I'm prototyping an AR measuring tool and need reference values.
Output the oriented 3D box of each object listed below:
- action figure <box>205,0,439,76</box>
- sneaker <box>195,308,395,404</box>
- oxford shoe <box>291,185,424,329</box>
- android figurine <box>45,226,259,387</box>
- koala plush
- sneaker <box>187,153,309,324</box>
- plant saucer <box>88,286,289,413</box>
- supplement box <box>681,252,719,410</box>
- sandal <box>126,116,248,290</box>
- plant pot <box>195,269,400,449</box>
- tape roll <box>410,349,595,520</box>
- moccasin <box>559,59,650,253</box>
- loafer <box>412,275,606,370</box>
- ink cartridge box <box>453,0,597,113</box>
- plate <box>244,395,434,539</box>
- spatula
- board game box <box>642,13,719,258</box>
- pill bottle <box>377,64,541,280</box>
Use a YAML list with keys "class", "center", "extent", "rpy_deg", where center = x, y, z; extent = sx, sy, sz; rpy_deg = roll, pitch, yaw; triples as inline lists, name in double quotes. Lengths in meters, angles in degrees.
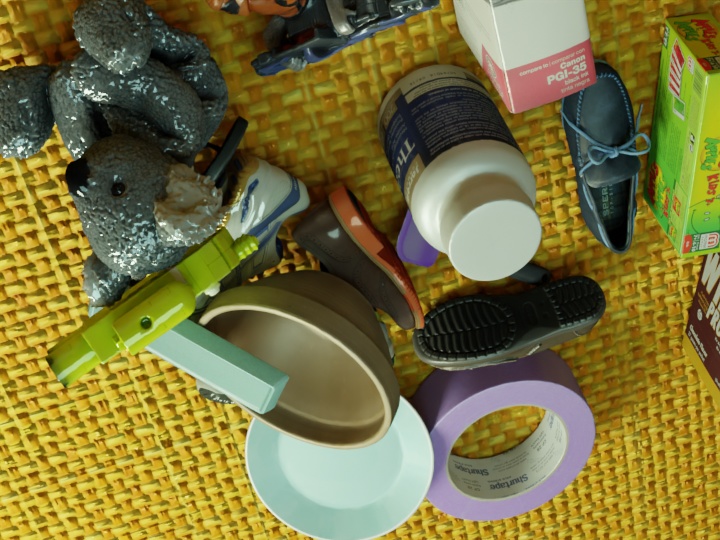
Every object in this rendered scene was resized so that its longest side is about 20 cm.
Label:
- class: "action figure"
  center: [-0.036, -0.232, 1.223]
  extent: [0.198, 0.106, 0.193]
  rpy_deg: [-13, 164, 34]
- class: "sneaker"
  center: [-0.068, 0.080, 1.507]
  extent: [0.197, 0.075, 0.077]
  rpy_deg: [-14, 99, -3]
- class: "oxford shoe"
  center: [0.000, 0.000, 1.446]
  extent: [0.072, 0.072, 0.200]
  rpy_deg: [-31, 134, 6]
- class: "android figurine"
  center: [-0.171, 0.027, 1.274]
  extent: [0.199, 0.182, 0.041]
  rpy_deg: [-35, 97, -9]
- class: "koala plush"
  center: [-0.180, -0.083, 1.230]
  extent: [0.176, 0.202, 0.183]
  rpy_deg: [-32, 148, 31]
- class: "sneaker"
  center: [-0.116, -0.008, 1.408]
  extent: [0.087, 0.076, 0.201]
  rpy_deg: [17, 121, -28]
- class: "plant saucer"
  center: [-0.161, 0.068, 1.390]
  extent: [0.198, 0.019, 0.070]
  rpy_deg: [30, 146, 1]
- class: "supplement box"
  center: [0.462, 0.033, 1.575]
  extent: [0.194, 0.133, 0.202]
  rpy_deg: [-4, 128, -13]
- class: "sandal"
  center: [-0.170, -0.062, 1.357]
  extent: [0.048, 0.076, 0.201]
  rpy_deg: [35, 112, -12]
- class: "plant pot"
  center: [-0.045, 0.066, 1.401]
  extent: [0.199, 0.093, 0.202]
  rpy_deg: [20, 145, 15]
- class: "tape roll"
  center: [0.148, 0.174, 1.635]
  extent: [0.197, 0.066, 0.202]
  rpy_deg: [-8, 128, -10]
- class: "moccasin"
  center: [0.240, -0.105, 1.444]
  extent: [0.080, 0.069, 0.201]
  rpy_deg: [-21, 129, 0]
- class: "loafer"
  center: [0.151, 0.065, 1.545]
  extent: [0.197, 0.074, 0.071]
  rpy_deg: [-11, 150, 1]
- class: "ink cartridge box"
  center: [0.120, -0.255, 1.241]
  extent: [0.082, 0.147, 0.202]
  rpy_deg: [-19, 130, -3]
- class: "plate"
  center: [-0.021, 0.190, 1.588]
  extent: [0.197, 0.026, 0.203]
  rpy_deg: [2, 113, 5]
- class: "spatula"
  center: [0.114, -0.015, 1.500]
  extent: [0.198, 0.021, 0.057]
  rpy_deg: [18, 95, -32]
- class: "board game box"
  center: [0.313, -0.125, 1.429]
  extent: [0.047, 0.102, 0.202]
  rpy_deg: [-8, 129, -10]
- class: "pill bottle"
  center: [0.088, -0.084, 1.329]
  extent: [0.109, 0.201, 0.112]
  rpy_deg: [-8, 129, -10]
